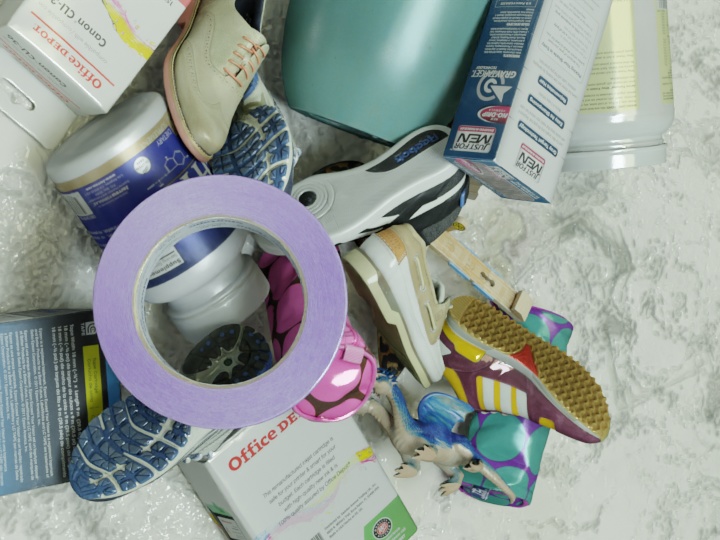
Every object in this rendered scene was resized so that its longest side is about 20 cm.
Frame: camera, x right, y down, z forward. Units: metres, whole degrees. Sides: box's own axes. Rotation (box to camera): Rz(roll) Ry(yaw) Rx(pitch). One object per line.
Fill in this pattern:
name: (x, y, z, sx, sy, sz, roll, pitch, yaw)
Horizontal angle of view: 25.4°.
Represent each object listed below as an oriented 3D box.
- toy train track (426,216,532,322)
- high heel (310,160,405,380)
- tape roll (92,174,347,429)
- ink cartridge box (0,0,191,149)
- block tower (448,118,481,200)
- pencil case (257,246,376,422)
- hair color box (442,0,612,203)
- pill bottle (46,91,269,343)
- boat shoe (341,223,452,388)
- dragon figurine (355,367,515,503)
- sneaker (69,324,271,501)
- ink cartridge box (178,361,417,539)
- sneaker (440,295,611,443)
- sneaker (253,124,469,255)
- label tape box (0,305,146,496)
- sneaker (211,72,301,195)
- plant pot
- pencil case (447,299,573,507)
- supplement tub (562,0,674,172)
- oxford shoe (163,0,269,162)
toy train track: (0.098, -0.018, 1.527, 0.200, 0.033, 0.115, 40, 61, -23)
high heel: (0.000, 0.000, 1.523, 0.142, 0.071, 0.200, 14, 82, -26)
tape roll: (-0.110, 0.027, 1.276, 0.200, 0.066, 0.201, 0, 85, -2)
ink cartridge box: (-0.236, -0.212, 1.360, 0.116, 0.067, 0.200, 41, 71, -26)
block tower: (0.125, -0.158, 1.525, 0.058, 0.200, 0.054, 12, 43, -20)
pencil case: (-0.039, 0.042, 1.417, 0.091, 0.200, 0.094, 31, 113, -32)
hair color box: (0.147, -0.170, 1.390, 0.100, 0.060, 0.200, 30, 74, -47)
pill bottle: (-0.168, -0.042, 1.380, 0.120, 0.120, 0.200, -43, 113, -23)
boat shoe: (0.049, 0.035, 1.433, 0.068, 0.075, 0.200, -37, 144, -9)
dragon figurine: (0.074, 0.155, 1.515, 0.200, 0.059, 0.100, 19, 39, -26)
sneaker: (-0.152, 0.137, 1.352, 0.200, 0.077, 0.085, -35, 151, -14)
ink cartridge box: (-0.060, 0.203, 1.479, 0.145, 0.084, 0.200, -39, 112, -24)
sneaker: (0.147, 0.110, 1.539, 0.200, 0.090, 0.075, 38, 38, -2)
sneaker: (0.010, -0.043, 1.426, 0.200, 0.073, 0.112, -25, 146, -1)
label tape box: (-0.278, 0.108, 1.349, 0.200, 0.063, 0.145, -7, 96, -39)
sneaker: (-0.083, -0.105, 1.405, 0.077, 0.200, 0.085, -30, 131, 12)
plant pot: (0.018, -0.201, 1.453, 0.200, 0.200, 0.161, 19, 93, -31)
pencil case: (0.150, 0.135, 1.607, 0.092, 0.085, 0.200, 15, 82, 4)
supplement tub: (0.242, -0.204, 1.614, 0.145, 0.145, 0.201, -8, 97, -31)
oxford shoe: (-0.120, -0.181, 1.376, 0.071, 0.074, 0.200, 48, 33, -45)
